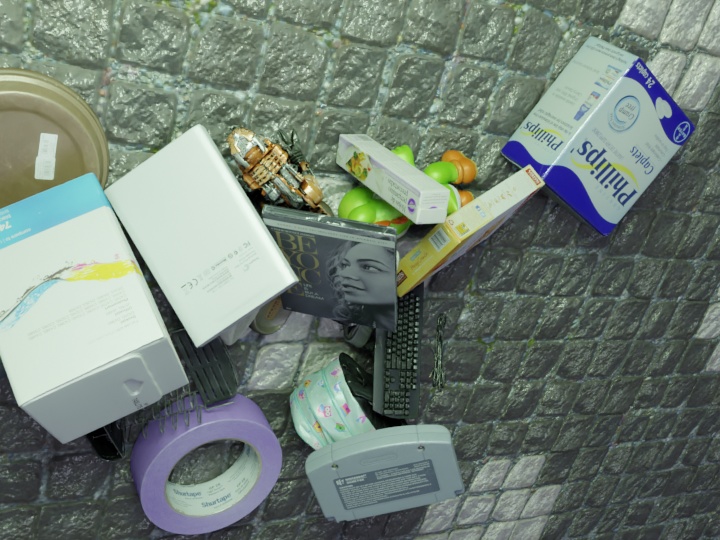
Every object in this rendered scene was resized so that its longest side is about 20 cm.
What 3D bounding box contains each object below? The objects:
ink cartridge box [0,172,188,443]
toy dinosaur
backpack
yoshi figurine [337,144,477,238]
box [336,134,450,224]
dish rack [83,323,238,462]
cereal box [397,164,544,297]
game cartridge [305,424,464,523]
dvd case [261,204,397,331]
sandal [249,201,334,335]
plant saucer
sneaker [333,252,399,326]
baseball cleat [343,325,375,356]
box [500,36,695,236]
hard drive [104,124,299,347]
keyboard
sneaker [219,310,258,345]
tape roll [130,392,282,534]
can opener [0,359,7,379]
[{"bbox_3d":[-0.286,0.041,0.836,0.145,0.201,0.147,-25,158,-14],"label":"ink cartridge box"},{"bbox_3d":[-0.086,-0.087,0.937,0.102,0.136,0.201,-26,121,-10],"label":"toy dinosaur"},{"bbox_3d":[-0.007,0.219,1.172,0.126,0.167,0.200,-37,124,2],"label":"backpack"},{"bbox_3d":[0.050,-0.092,1.064,0.199,0.113,0.112,-23,170,-33],"label":"yoshi figurine"},{"bbox_3d":[0.032,-0.110,0.954,0.041,0.200,0.039,-6,119,-29],"label":"box"},{"bbox_3d":[-0.254,0.146,1.020,0.198,0.055,0.154,-16,128,-1],"label":"dish rack"},{"bbox_3d":[0.135,-0.051,1.053,0.199,0.040,0.144,-32,170,-39],"label":"cereal box"},{"bbox_3d":[0.033,0.271,1.110,0.198,0.041,0.134,-13,129,5],"label":"game cartridge"},{"bbox_3d":[-0.030,0.003,0.953,0.147,0.016,0.201,11,147,10],"label":"dvd case"},{"bbox_3d":[-0.085,0.004,1.052,0.081,0.055,0.201,19,108,-37],"label":"sandal"},{"bbox_3d":[-0.357,-0.106,0.846,0.199,0.029,0.201,-14,124,-22],"label":"plant saucer"},{"bbox_3d":[0.000,0.000,1.034,0.075,0.200,0.081,30,63,-7],"label":"sneaker"},{"bbox_3d":[0.028,0.109,1.185,0.106,0.070,0.202,-13,115,-15],"label":"baseball cleat"},{"bbox_3d":[0.330,-0.181,1.143,0.183,0.105,0.200,31,102,-38],"label":"box"},{"bbox_3d":[-0.173,-0.037,0.893,0.131,0.201,0.026,-33,174,7],"label":"hard drive"},{"bbox_3d":[0.074,0.100,1.124,0.126,0.021,0.202,7,83,-34],"label":"keyboard"},{"bbox_3d":[-0.176,0.004,0.992,0.077,0.111,0.200,-52,168,-33],"label":"sneaker"},{"bbox_3d":[-0.211,0.267,1.139,0.199,0.066,0.202,-15,124,-22],"label":"tape roll"},{"bbox_3d":[-0.337,0.062,0.936,0.199,0.067,0.054,-32,130,-9],"label":"can opener"}]
